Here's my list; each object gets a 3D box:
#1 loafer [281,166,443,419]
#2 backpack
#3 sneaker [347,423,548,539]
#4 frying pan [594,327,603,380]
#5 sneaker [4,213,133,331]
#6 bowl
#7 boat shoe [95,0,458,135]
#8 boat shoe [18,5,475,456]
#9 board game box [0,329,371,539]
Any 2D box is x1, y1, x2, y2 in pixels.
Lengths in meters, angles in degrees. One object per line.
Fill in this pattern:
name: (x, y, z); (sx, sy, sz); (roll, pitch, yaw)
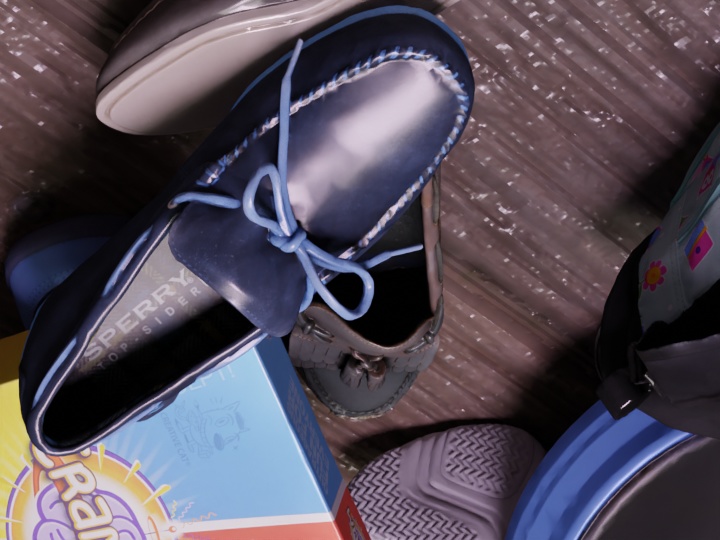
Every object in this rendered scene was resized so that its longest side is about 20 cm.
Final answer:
loafer: (0.000, 0.000, 1.028); (0.071, 0.063, 0.201); (-3, 140, -6)
backpack: (0.192, -0.019, 0.985); (0.166, 0.127, 0.200); (14, 137, -20)
sneaker: (0.085, 0.128, 1.186); (0.199, 0.076, 0.114); (-1, 138, -12)
frying pan: (0.189, 0.040, 1.139); (0.189, 0.031, 0.115); (10, 138, -15)
sneaker: (-0.078, 0.057, 1.070); (0.074, 0.083, 0.200); (-16, 136, 12)
bowl: (0.156, 0.121, 1.123); (0.199, 0.039, 0.202); (-9, 123, -14)
boat shoe: (-0.007, -0.106, 0.917); (0.199, 0.057, 0.067); (-25, 150, 27)
boat shoe: (-0.035, -0.001, 0.914); (0.084, 0.069, 0.200); (36, 114, -17)
board game box: (-0.107, 0.095, 1.031); (0.199, 0.040, 0.154); (-18, 115, 12)
